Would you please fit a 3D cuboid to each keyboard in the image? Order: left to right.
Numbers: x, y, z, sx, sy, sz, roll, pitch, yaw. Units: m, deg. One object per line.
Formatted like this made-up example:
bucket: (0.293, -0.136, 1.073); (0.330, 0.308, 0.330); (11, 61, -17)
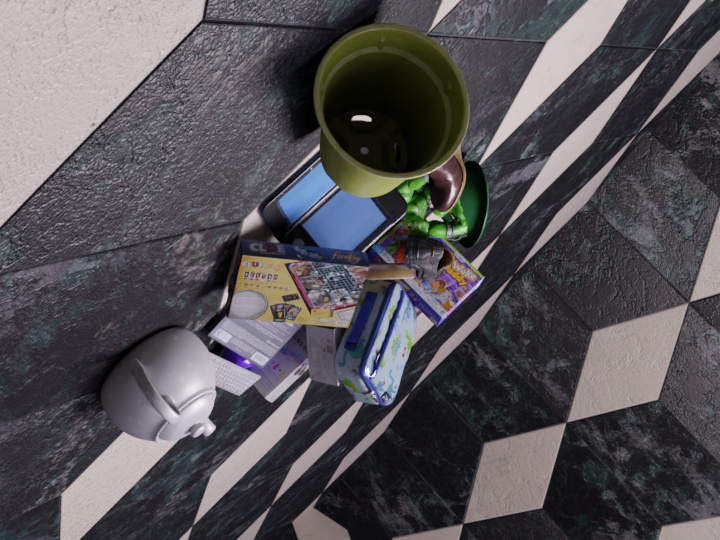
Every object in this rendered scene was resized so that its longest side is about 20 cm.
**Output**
keyboard: (-0.247, 0.174, 1.687); (0.056, 0.011, 0.200); (-35, 146, 14)

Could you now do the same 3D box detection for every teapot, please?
teapot: (-0.294, 0.196, 1.508); (0.199, 0.146, 0.198); (-24, 156, -49)

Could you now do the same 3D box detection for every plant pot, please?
plant pot: (0.000, 0.000, 1.769); (0.199, 0.197, 0.028); (-5, 96, -67)
plant pot: (0.023, -0.186, 1.276); (0.200, 0.201, 0.184); (-38, 176, -17)

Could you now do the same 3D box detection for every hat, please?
hat: (0.146, -0.142, 1.932); (0.173, 0.166, 0.203); (-1, 122, -20)

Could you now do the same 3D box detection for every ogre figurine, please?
ogre figurine: (0.122, -0.120, 1.792); (0.118, 0.100, 0.200); (-18, 157, 10)

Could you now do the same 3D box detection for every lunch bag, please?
lunch bag: (0.030, 0.127, 1.734); (0.202, 0.081, 0.162); (-67, 149, -29)

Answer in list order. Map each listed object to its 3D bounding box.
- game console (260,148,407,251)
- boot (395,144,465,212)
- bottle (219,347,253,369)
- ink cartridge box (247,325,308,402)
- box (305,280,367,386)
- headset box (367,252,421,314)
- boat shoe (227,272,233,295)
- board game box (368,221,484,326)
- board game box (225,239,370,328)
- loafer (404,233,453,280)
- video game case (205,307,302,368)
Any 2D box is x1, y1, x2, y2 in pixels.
game console: (-0.034, -0.094, 1.482); (0.200, 0.171, 0.118); (-42, -168, -5)
boot: (0.106, -0.181, 1.613); (0.165, 0.072, 0.203); (-19, 125, -45)
bottle: (-0.179, 0.110, 1.732); (0.200, 0.065, 0.083); (-47, 160, 12)
ink cartridge box: (-0.134, 0.132, 1.815); (0.200, 0.115, 0.068); (-43, 166, -6)
box: (-0.024, 0.108, 1.775); (0.200, 0.059, 0.119); (-43, 136, -52)
headset box: (0.092, 0.013, 2.025); (0.199, 0.149, 0.078); (-30, 161, -39)
boat shoe: (-0.122, 0.014, 1.566); (0.197, 0.067, 0.074); (2, 141, -27)
board game box: (0.130, -0.007, 1.953); (0.134, 0.200, 0.045); (-40, 167, -26)
board game box: (-0.097, 0.023, 1.493); (0.196, 0.035, 0.137); (6, 132, -17)
loafer: (0.139, -0.018, 1.827); (0.200, 0.071, 0.074); (21, 76, -72)
video game case: (-0.147, 0.064, 1.648); (0.200, 0.019, 0.142); (-47, 133, 6)
